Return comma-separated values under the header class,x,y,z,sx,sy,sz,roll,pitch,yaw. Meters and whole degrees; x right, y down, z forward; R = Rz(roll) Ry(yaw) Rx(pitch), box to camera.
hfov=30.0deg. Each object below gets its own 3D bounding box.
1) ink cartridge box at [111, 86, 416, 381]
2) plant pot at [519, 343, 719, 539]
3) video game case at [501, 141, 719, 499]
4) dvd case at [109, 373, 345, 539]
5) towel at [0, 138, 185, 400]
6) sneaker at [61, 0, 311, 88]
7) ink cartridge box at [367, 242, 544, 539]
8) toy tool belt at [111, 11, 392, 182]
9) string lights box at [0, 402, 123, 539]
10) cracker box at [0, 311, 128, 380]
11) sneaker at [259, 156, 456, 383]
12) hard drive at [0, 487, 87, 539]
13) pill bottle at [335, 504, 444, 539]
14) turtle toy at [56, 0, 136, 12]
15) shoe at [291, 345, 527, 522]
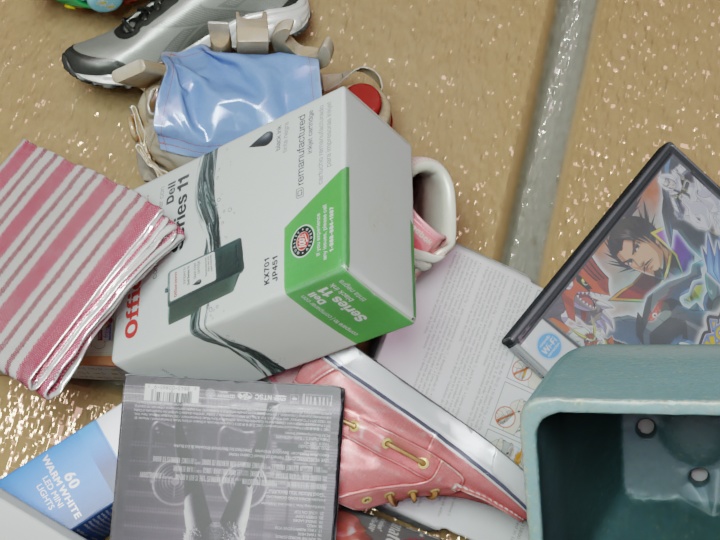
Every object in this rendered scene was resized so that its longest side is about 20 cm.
class,x,y,z,sx,sy,sz,roll,pitch,yaw
ink cartridge box,-0.066,-0.012,0.902,0.199,0.083,0.148,-23,52,29
plant pot,0.212,0.137,0.846,0.194,0.200,0.199,-1,106,14
video game case,0.232,0.038,0.989,0.181,0.026,0.200,42,77,-1
dvd case,-0.089,0.172,0.865,0.147,0.016,0.202,2,81,8
towel,-0.223,-0.006,0.925,0.199,0.030,0.147,25,73,42
sneaker,-0.140,-0.200,1.046,0.198,0.080,0.074,-23,31,-11
ink cartridge box,0.085,0.096,0.986,0.172,0.044,0.202,24,74,-7
toy tool belt,-0.073,-0.124,0.974,0.198,0.123,0.126,-7,67,-3
string lights box,-0.219,0.172,0.933,0.199,0.103,0.059,-32,76,-9
cracker box,-0.260,0.008,1.007,0.198,0.058,0.135,3,73,1
sneaker,0.000,0.000,0.944,0.075,0.104,0.201,39,69,-23
hard drive,-0.218,0.231,0.879,0.200,0.027,0.132,40,91,-30
pill bottle,0.039,0.235,0.908,0.198,0.111,0.112,18,74,6
turtle toy,-0.184,-0.274,1.059,0.200,0.146,0.101,-43,117,-10
shoe,0.032,0.132,0.914,0.199,0.071,0.091,36,88,-7
